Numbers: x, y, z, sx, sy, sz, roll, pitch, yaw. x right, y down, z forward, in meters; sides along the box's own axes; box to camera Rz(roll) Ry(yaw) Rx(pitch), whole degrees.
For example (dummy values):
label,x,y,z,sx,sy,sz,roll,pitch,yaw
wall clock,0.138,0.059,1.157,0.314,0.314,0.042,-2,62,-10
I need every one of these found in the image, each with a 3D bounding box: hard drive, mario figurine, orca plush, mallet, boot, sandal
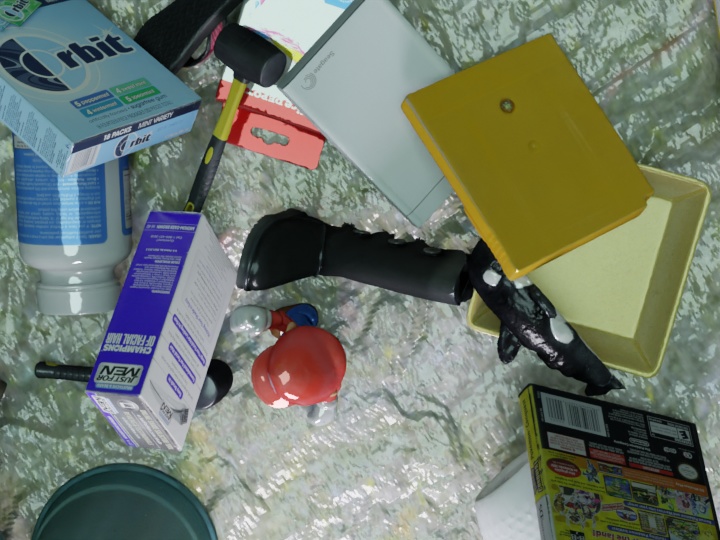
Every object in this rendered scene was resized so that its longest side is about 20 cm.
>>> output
label,x,y,z,sx,sy,sz,roll,pitch,yaw
hard drive,0.033,-0.155,1.532,0.132,0.027,0.200,-47,114,-3
mario figurine,-0.072,0.089,1.523,0.123,0.200,0.107,19,97,0
orca plush,0.159,0.062,1.518,0.071,0.105,0.200,-42,119,2
mallet,-0.123,-0.129,1.509,0.066,0.041,0.201,25,111,26
boot,0.000,0.000,1.511,0.199,0.165,0.066,17,114,13
mallet,-0.229,0.109,1.591,0.198,0.066,0.042,3,99,2
sandal,-0.153,-0.237,1.541,0.200,0.045,0.075,-39,54,24

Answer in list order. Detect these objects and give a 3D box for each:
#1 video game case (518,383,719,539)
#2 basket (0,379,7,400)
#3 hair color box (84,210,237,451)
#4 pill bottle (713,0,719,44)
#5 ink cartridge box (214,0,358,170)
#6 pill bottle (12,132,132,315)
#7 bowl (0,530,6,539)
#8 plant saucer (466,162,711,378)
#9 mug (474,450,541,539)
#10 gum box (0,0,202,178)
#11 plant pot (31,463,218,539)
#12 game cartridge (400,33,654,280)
label,x,y,z,sx,sy,sz,roll,pitch,yaw
video game case,0.250,0.207,1.521,0.199,0.182,0.026,15,137,-22
basket,-0.461,0.119,1.567,0.199,0.180,0.137,26,74,-10
hair color box,-0.185,0.056,1.516,0.064,0.110,0.201,2,57,19
pill bottle,0.397,-0.198,1.519,0.103,0.104,0.202,-10,97,3
ink cartridge box,-0.067,-0.206,1.551,0.115,0.067,0.201,17,98,0
pill bottle,-0.279,-0.061,1.555,0.111,0.112,0.202,-1,97,2
bowl,-0.405,0.290,1.569,0.105,0.201,0.202,-30,96,-5
plant saucer,0.222,-0.017,1.577,0.198,0.048,0.201,15,98,-1
mug,0.219,0.249,1.574,0.200,0.148,0.176,-40,89,-21
gum box,-0.275,-0.182,1.481,0.200,0.170,0.045,41,128,18
plant pot,-0.246,0.309,1.560,0.198,0.196,0.202,0,97,1
game cartridge,0.159,-0.110,1.505,0.175,0.032,0.201,-25,76,-23
